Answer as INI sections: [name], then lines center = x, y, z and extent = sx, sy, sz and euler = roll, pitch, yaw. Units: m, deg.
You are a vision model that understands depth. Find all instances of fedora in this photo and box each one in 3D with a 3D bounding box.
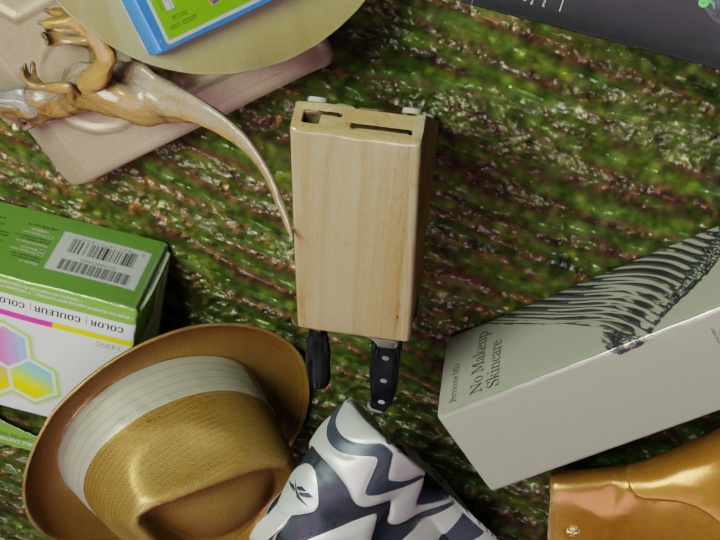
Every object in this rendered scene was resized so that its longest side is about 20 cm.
[fedora]
center = -0.102, 0.122, 0.822
extent = 0.200, 0.082, 0.201
euler = -24, 139, -22

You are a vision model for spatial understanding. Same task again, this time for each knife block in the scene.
[knife block]
center = 0.000, 0.000, 0.726
extent = 0.064, 0.200, 0.176
euler = 6, 96, 5

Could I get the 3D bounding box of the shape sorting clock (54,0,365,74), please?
[shape sorting clock]
center = -0.069, -0.193, 0.637
extent = 0.199, 0.039, 0.201
euler = -4, 107, -15

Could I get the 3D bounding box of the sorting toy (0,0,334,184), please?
[sorting toy]
center = -0.136, -0.154, 0.728
extent = 0.199, 0.037, 0.185
euler = -20, 119, 27

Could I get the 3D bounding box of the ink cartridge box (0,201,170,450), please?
[ink cartridge box]
center = -0.210, 0.064, 0.861
extent = 0.147, 0.076, 0.201
euler = 14, 124, 0

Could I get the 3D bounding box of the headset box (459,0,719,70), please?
[headset box]
center = 0.162, -0.191, 0.610
extent = 0.199, 0.093, 0.175
euler = 14, 125, 0

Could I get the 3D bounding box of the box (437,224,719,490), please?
[box]
center = 0.148, 0.050, 0.787
extent = 0.199, 0.082, 0.068
euler = -25, 118, 23

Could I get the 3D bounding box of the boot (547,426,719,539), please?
[boot]
center = 0.190, 0.135, 0.842
extent = 0.143, 0.071, 0.202
euler = 6, 130, 2

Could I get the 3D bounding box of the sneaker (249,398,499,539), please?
[sneaker]
center = 0.004, 0.176, 0.850
extent = 0.130, 0.079, 0.199
euler = -44, 142, 0

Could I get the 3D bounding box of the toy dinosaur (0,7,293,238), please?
[toy dinosaur]
center = -0.111, -0.095, 0.705
extent = 0.199, 0.060, 0.106
euler = 15, 137, 31
